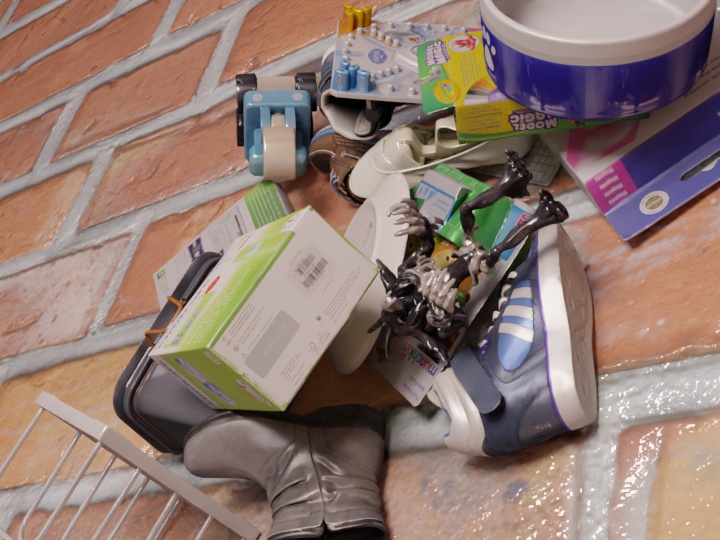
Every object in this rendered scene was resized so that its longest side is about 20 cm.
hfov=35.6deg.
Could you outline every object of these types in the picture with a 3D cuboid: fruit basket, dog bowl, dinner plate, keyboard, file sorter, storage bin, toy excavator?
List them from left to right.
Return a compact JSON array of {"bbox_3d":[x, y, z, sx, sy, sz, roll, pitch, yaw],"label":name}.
[{"bbox_3d":[-0.222,0.225,1.014,0.138,0.200,0.125,11,63,51],"label":"file sorter"},{"bbox_3d":[-0.134,0.090,1.130,0.133,0.146,0.201,11,61,39],"label":"storage bin"},{"bbox_3d":[-0.095,-0.150,1.313,0.098,0.195,0.202,-2,59,-7],"label":"toy excavator"},{"bbox_3d":[0.000,0.000,1.081,0.200,0.024,0.203,-163,90,-74],"label":"dinner plate"},{"bbox_3d":[0.062,0.004,1.038,0.201,0.093,0.185,-53,28,1],"label":"fruit basket"},{"bbox_3d":[0.139,-0.124,1.167,0.057,0.011,0.199,-54,35,-13],"label":"keyboard"},{"bbox_3d":[0.201,-0.219,0.961,0.197,0.079,0.202,-5,44,5],"label":"dog bowl"}]

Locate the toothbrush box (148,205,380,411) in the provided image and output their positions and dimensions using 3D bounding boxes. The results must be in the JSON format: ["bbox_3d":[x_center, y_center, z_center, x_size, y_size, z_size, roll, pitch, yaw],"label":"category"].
[{"bbox_3d":[-0.089,0.039,0.973,0.146,0.086,0.200,-54,14,-19],"label":"toothbrush box"}]

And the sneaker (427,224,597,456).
[{"bbox_3d":[0.116,0.060,0.936,0.145,0.081,0.202,-19,47,26],"label":"sneaker"}]

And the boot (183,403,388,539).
[{"bbox_3d":[-0.073,0.187,0.973,0.197,0.070,0.133,-11,44,16],"label":"boot"}]

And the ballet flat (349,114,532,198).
[{"bbox_3d":[0.073,-0.127,1.132,0.197,0.070,0.070,-12,43,17],"label":"ballet flat"}]

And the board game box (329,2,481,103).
[{"bbox_3d":[0.071,-0.225,1.159,0.197,0.026,0.201,4,33,-1],"label":"board game box"}]

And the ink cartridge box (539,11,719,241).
[{"bbox_3d":[0.272,-0.144,1.012,0.195,0.043,0.201,-35,34,8],"label":"ink cartridge box"}]

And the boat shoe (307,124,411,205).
[{"bbox_3d":[0.000,-0.115,1.249,0.199,0.072,0.073,6,63,51],"label":"boat shoe"}]

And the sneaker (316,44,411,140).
[{"bbox_3d":[0.051,-0.191,1.197,0.199,0.078,0.147,0,28,5],"label":"sneaker"}]

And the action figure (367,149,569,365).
[{"bbox_3d":[0.068,-0.009,0.913,0.200,0.102,0.119,-44,55,14],"label":"action figure"}]

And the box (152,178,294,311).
[{"bbox_3d":[-0.158,-0.011,1.339,0.199,0.036,0.145,-40,34,9],"label":"box"}]

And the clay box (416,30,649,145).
[{"bbox_3d":[0.153,-0.175,1.019,0.197,0.048,0.116,-8,44,6],"label":"clay box"}]
